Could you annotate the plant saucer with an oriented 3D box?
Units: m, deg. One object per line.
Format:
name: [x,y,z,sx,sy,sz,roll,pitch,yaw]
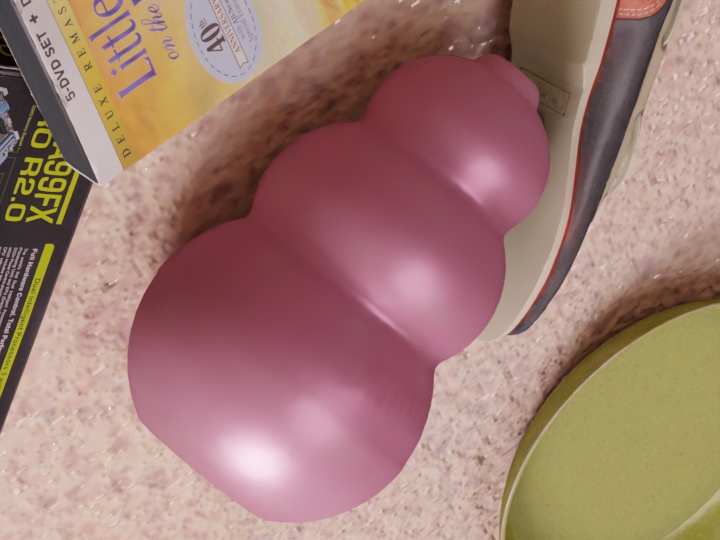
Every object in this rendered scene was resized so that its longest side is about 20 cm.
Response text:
plant saucer: [0.147,0.091,1.123,0.199,0.031,0.201,-19,132,-22]

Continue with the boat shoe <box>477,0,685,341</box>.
boat shoe: [0.087,-0.061,0.935,0.062,0.071,0.201,-9,123,-41]

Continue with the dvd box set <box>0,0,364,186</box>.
dvd box set: [-0.043,-0.142,0.767,0.200,0.029,0.147,-37,129,-20]

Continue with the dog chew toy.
dog chew toy: [0.000,0.000,0.886,0.200,0.124,0.124,-51,137,-2]

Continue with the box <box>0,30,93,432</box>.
box: [-0.189,0.001,0.800,0.160,0.044,0.201,3,121,-38]
